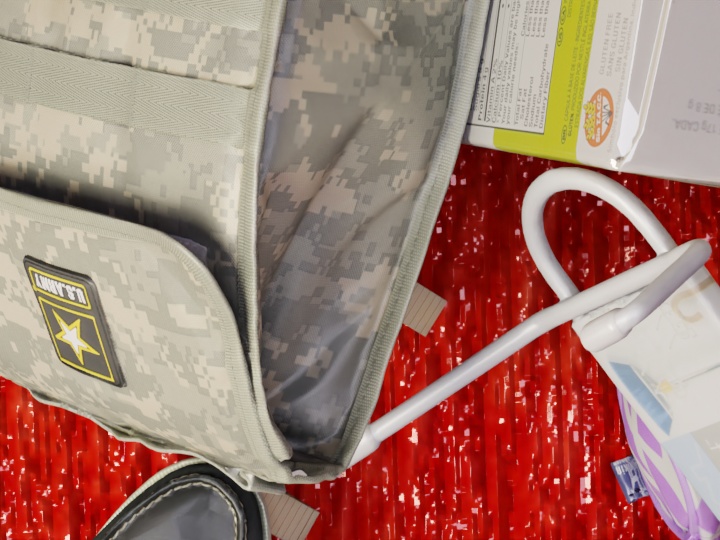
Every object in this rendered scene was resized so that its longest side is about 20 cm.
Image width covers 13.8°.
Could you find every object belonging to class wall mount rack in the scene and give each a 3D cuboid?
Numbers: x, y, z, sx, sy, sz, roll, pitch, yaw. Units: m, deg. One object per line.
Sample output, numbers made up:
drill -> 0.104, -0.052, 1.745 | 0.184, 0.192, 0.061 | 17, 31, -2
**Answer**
wall mount rack -> 0.088, 0.071, 1.005 | 0.075, 0.174, 0.200 | -40, 96, -35

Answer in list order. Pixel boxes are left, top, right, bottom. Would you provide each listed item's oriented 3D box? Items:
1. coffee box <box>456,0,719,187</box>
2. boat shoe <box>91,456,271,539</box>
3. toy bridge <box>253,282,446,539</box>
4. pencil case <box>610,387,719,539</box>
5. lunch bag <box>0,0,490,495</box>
coffee box -> 0.147, -0.125, 0.990 | 0.200, 0.198, 0.200 | 7, 93, -20
boat shoe -> -0.095, 0.153, 1.028 | 0.074, 0.066, 0.199 | 35, 85, 7
toy bridge -> 0.000, 0.000, 1.076 | 0.067, 0.027, 0.200 | 31, 90, -33
pencil case -> 0.189, 0.039, 1.074 | 0.200, 0.084, 0.086 | -21, 71, -2
lunch bag -> -0.061, -0.036, 0.990 | 0.118, 0.164, 0.200 | 3, 99, -47
